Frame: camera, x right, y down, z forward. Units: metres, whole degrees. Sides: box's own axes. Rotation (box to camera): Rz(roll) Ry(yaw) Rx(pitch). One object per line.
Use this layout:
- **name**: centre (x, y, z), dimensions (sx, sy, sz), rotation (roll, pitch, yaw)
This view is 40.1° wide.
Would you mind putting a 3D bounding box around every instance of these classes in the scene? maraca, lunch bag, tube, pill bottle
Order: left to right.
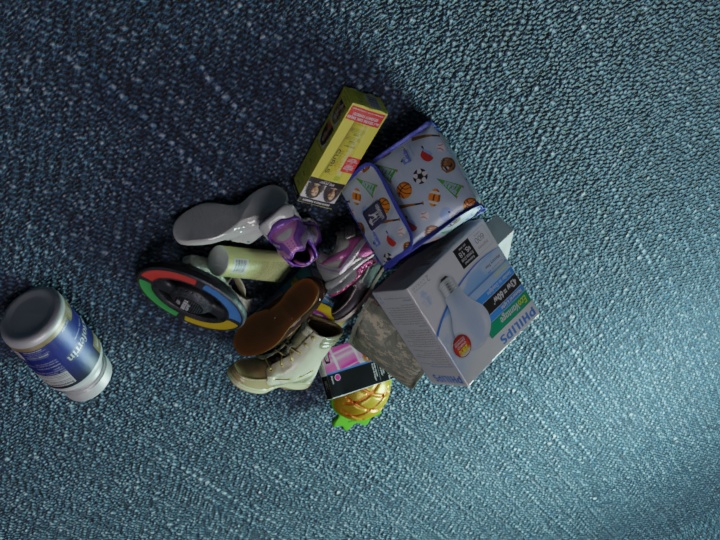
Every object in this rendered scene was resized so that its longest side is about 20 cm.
- **pill bottle**: centre (-0.504, 0.129, 1.653), dimensions (0.114, 0.117, 0.201), rotation (-24, 139, 0)
- **tube**: centre (-0.180, -0.010, 1.705), dimensions (0.057, 0.053, 0.198), rotation (-2, 176, 36)
- **maraca**: centre (-0.001, 0.260, 2.034), dimensions (0.134, 0.108, 0.202), rotation (-9, 136, -18)
- **lunch bag**: centre (0.071, 0.118, 1.818), dimensions (0.118, 0.163, 0.200), rotation (-54, 175, -15)
- **lunch bag**: centre (0.081, -0.120, 1.626), dimensions (0.198, 0.172, 0.124), rotation (-31, 171, 12)

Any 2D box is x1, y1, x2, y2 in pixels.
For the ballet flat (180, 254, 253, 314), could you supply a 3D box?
- **ballet flat**: centre (-0.246, 0.020, 1.717), dimensions (0.071, 0.072, 0.201), rotation (-27, 140, 3)

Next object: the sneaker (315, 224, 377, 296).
- **sneaker**: centre (0.001, -0.047, 1.708), dimensions (0.199, 0.089, 0.081), rotation (-39, 179, -4)

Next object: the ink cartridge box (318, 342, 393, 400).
- **ink cartridge box**: centre (0.010, 0.181, 1.944), dimensions (0.197, 0.097, 0.037), rotation (-14, 175, -31)

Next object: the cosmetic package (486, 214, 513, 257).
- **cosmetic package**: centre (0.196, 0.008, 1.837), dimensions (0.199, 0.052, 0.152), rotation (-41, 156, -17)

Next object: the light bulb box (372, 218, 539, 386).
- **light bulb box**: centre (0.163, 0.055, 1.669), dimensions (0.198, 0.124, 0.202), rotation (-41, 105, -23)

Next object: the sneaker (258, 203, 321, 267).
- **sneaker**: centre (-0.103, -0.043, 1.652), dimensions (0.080, 0.089, 0.200), rotation (-37, 166, 5)

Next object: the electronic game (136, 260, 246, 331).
- **electronic game**: centre (-0.284, 0.046, 1.660), dimensions (0.196, 0.042, 0.201), rotation (17, 153, 9)

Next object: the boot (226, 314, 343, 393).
- **boot**: centre (-0.137, 0.151, 1.808), dimensions (0.197, 0.073, 0.156), rotation (4, 132, -42)

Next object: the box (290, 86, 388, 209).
- **box**: centre (-0.036, -0.196, 1.597), dimensions (0.074, 0.051, 0.201), rotation (12, 126, -32)

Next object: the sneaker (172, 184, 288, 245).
- **sneaker**: centre (-0.210, -0.070, 1.632), dimensions (0.196, 0.076, 0.089), rotation (-17, 150, -11)

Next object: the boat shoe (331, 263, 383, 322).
- **boat shoe**: centre (0.000, 0.000, 1.783), dimensions (0.062, 0.073, 0.201), rotation (36, 93, -23)

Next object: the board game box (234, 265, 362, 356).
- **board game box**: centre (-0.115, 0.093, 1.856), dimensions (0.200, 0.047, 0.150), rotation (-42, 135, 18)

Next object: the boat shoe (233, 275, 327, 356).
- **boat shoe**: centre (-0.137, 0.084, 1.752), dimensions (0.199, 0.071, 0.070), rotation (-36, 174, 16)
